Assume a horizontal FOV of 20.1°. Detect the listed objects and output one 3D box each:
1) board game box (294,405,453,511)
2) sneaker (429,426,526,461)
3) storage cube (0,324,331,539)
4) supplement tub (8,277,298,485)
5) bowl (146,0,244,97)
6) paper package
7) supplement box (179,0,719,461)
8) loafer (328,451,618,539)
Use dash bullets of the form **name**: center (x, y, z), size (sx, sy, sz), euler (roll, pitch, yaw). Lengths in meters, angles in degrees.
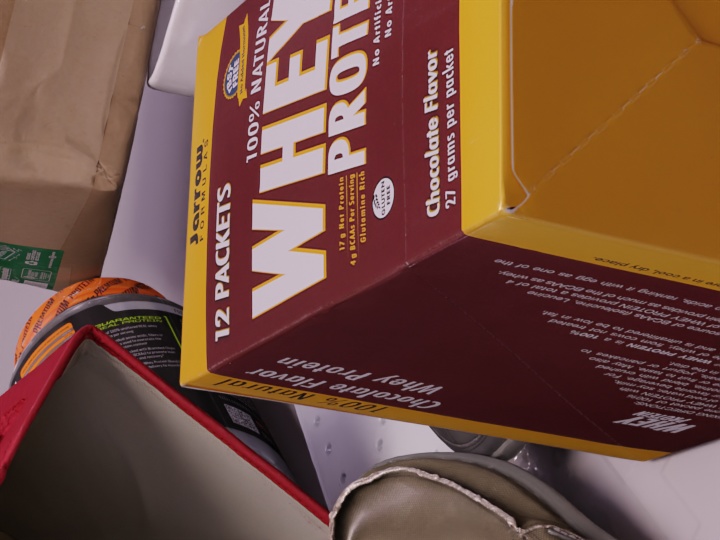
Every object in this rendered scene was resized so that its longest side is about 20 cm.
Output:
- **board game box**: center (0.027, 0.008, 0.918), size (0.200, 0.026, 0.200), euler (-59, 34, 32)
- **sneaker**: center (0.000, 0.000, 0.830), size (0.200, 0.079, 0.075), euler (56, 129, 29)
- **storage cube**: center (-0.123, 0.167, 0.835), size (0.180, 0.200, 0.171), euler (-36, 20, 42)
- **supplement tub**: center (-0.110, 0.092, 1.038), size (0.123, 0.122, 0.200), euler (-67, 29, 21)
- **bowl**: center (-0.051, -0.185, 1.045), size (0.200, 0.075, 0.200), euler (-114, 40, -74)
- **paper package**: center (-0.166, -0.101, 1.072), size (0.200, 0.103, 0.191), euler (126, 154, -70)
- **supplement box**: center (0.072, -0.032, 0.665), size (0.200, 0.197, 0.133), euler (-29, 55, 56)
- **loafer**: center (0.052, 0.116, 0.734), size (0.200, 0.070, 0.075), euler (18, 101, 46)
